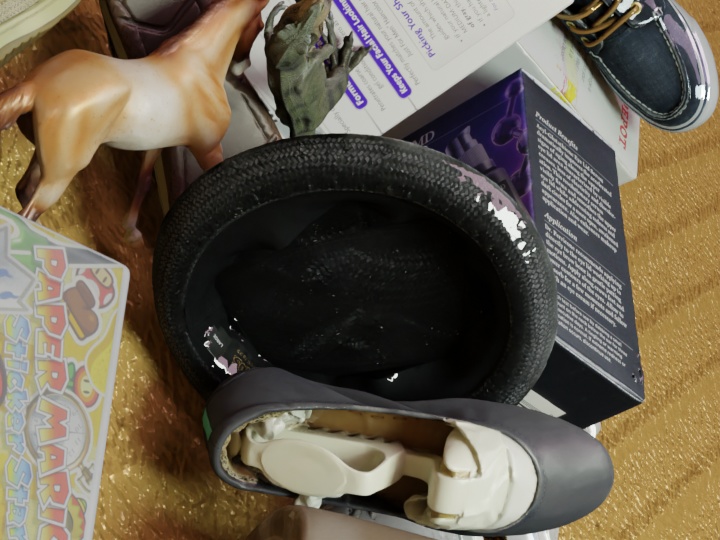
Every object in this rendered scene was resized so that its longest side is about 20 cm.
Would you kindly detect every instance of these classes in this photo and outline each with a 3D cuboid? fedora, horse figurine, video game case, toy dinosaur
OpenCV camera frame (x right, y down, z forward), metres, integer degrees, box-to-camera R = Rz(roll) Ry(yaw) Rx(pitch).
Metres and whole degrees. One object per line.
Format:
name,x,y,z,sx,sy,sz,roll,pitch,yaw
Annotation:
fedora,0.000,0.000,0.766,0.201,0.200,0.092,50,25,-18
horse figurine,-0.118,-0.062,0.722,0.050,0.133,0.200,32,31,34
video game case,-0.177,0.059,0.608,0.182,0.023,0.201,28,56,-42
toy dinosaur,-0.026,-0.105,0.823,0.200,0.047,0.088,82,18,-62

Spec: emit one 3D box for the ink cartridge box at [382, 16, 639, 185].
ink cartridge box,0.080,-0.140,1.044,0.200,0.144,0.146,45,36,-25

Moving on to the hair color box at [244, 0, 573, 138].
hair color box,0.011,-0.148,0.894,0.109,0.200,0.065,54,9,-14

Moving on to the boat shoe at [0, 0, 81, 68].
boat shoe,-0.191,-0.121,0.715,0.063,0.073,0.201,55,39,-19

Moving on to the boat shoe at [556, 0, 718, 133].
boat shoe,0.149,-0.170,0.972,0.201,0.071,0.091,59,33,5

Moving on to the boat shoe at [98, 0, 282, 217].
boat shoe,-0.088,-0.080,0.826,0.074,0.075,0.203,-20,107,-18

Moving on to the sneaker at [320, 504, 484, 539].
sneaker,-0.005,0.100,0.812,0.115,0.075,0.201,-22,86,-56

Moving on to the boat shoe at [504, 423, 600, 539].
boat shoe,0.121,0.104,0.975,0.074,0.065,0.201,69,19,-48

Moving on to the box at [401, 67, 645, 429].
box,0.077,0.004,0.931,0.104,0.148,0.201,34,40,-36

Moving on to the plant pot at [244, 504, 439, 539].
plant pot,0.013,0.198,0.681,0.173,0.200,0.200,31,40,-14

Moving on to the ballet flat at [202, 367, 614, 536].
ballet flat,0.020,0.093,0.717,0.199,0.073,0.073,11,42,4
